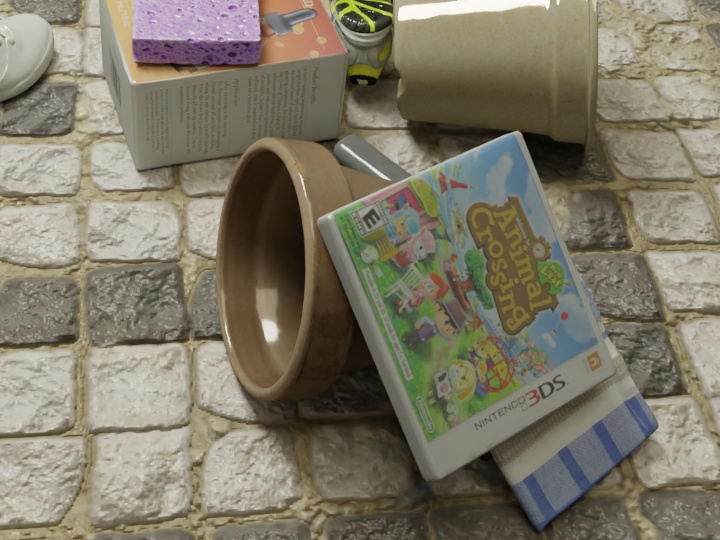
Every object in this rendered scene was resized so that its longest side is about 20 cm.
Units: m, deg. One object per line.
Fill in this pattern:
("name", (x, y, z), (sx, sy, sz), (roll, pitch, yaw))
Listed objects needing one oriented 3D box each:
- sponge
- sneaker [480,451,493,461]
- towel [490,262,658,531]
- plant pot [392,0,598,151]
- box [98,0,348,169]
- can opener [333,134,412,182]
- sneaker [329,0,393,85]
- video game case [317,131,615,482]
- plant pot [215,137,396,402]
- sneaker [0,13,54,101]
("sponge", (-0.149, -0.261, 1.145), (0.111, 0.030, 0.200), (0, 48, -7))
("sneaker", (0.116, 0.055, 0.997), (0.066, 0.091, 0.200), (18, 48, 6))
("towel", (0.138, 0.074, 0.952), (0.147, 0.024, 0.200), (-32, 98, -29))
("plant pot", (0.127, -0.212, 1.192), (0.183, 0.201, 0.201), (0, 47, 7))
("box", (-0.132, -0.197, 1.181), (0.200, 0.106, 0.152), (-12, 51, -17))
("can opener", (0.043, -0.047, 1.106), (0.066, 0.053, 0.200), (-29, 58, -28))
("sneaker", (-0.003, -0.252, 1.278), (0.075, 0.076, 0.200), (6, 29, 1))
("video game case", (0.082, 0.021, 0.902), (0.182, 0.022, 0.200), (-26, 96, -29))
("plant pot", (0.000, 0.000, 0.979), (0.174, 0.200, 0.200), (1, 47, -25))
("sneaker", (-0.363, -0.199, 1.163), (0.075, 0.089, 0.200), (30, 51, 20))
